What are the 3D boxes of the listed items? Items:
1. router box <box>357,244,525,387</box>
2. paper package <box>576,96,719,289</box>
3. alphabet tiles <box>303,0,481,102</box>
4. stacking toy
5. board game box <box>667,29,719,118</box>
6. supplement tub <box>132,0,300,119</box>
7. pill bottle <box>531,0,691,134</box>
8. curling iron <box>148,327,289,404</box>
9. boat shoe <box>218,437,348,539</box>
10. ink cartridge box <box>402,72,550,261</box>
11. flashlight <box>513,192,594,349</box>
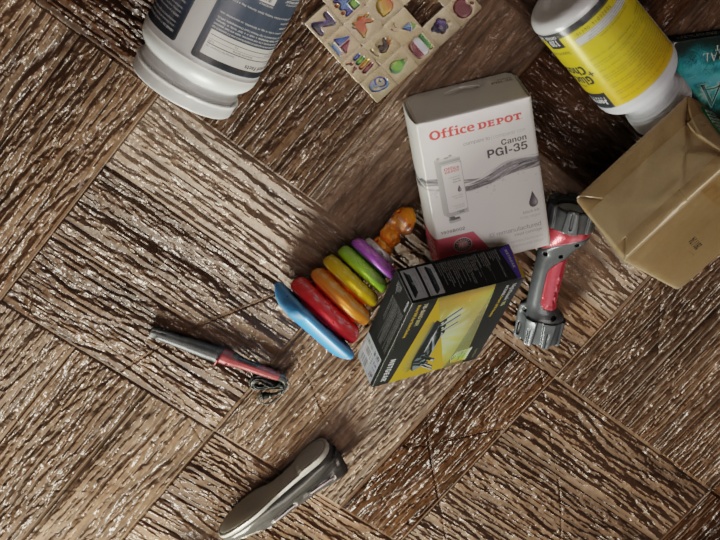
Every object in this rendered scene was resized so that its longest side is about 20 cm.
[{"bbox_3d":[0.095,0.057,1.585,0.156,0.053,0.201,-13,151,-23],"label":"router box"},{"bbox_3d":[0.388,-0.088,1.554,0.191,0.104,0.199,-45,148,18],"label":"paper package"},{"bbox_3d":[0.017,-0.317,1.484,0.167,0.008,0.200,-40,115,11],"label":"alphabet tiles"},{"bbox_3d":[0.000,0.000,1.600,0.200,0.116,0.110,-48,121,0],"label":"stacking toy"},{"bbox_3d":[0.473,-0.233,1.592,0.198,0.028,0.137,-9,117,-5],"label":"board game box"},{"bbox_3d":[-0.149,-0.282,1.397,0.139,0.141,0.201,25,110,-20],"label":"supplement tub"},{"bbox_3d":[0.297,-0.254,1.504,0.112,0.112,0.200,-41,115,12],"label":"pill bottle"},{"bbox_3d":[-0.180,0.119,1.657,0.199,0.026,0.050,27,106,-20],"label":"curling iron"},{"bbox_3d":[-0.102,0.309,1.745,0.200,0.067,0.057,-40,112,7],"label":"boat shoe"},{"bbox_3d":[0.140,-0.118,1.561,0.145,0.083,0.202,-14,118,-2],"label":"ink cartridge box"},{"bbox_3d":[0.252,0.004,1.653,0.067,0.068,0.202,-7,119,-27],"label":"flashlight"}]
